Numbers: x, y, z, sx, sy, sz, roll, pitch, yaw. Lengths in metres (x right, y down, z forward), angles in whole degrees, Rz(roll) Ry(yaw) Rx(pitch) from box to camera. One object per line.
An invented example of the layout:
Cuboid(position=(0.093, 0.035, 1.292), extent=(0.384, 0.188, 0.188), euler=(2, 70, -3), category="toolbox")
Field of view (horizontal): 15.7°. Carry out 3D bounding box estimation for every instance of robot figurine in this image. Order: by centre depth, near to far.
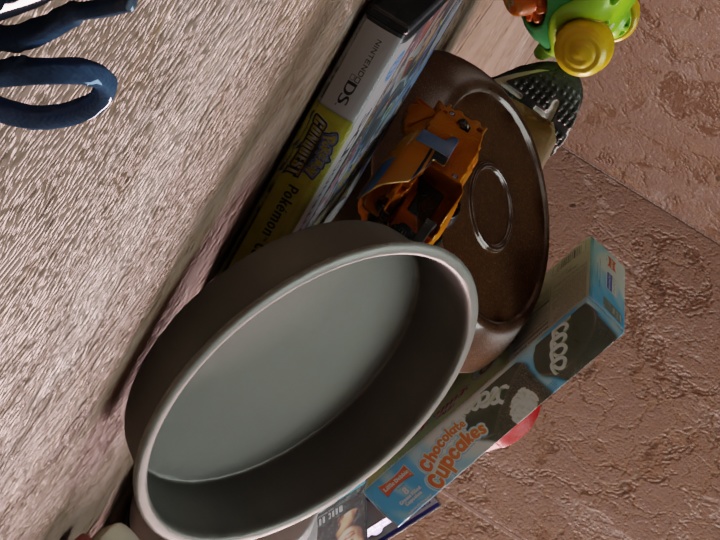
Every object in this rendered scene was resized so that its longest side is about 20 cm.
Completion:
Cuboid(position=(0.000, 0.000, 1.422), extent=(0.200, 0.058, 0.145), euler=(-56, 176, -44), category="robot figurine")

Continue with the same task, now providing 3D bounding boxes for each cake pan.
Cuboid(position=(-0.033, 0.053, 1.283), extent=(0.200, 0.037, 0.200), euler=(-27, 146, -21), category="cake pan")

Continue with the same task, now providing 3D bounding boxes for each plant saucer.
Cuboid(position=(0.069, -0.038, 1.606), extent=(0.200, 0.032, 0.200), euler=(16, 71, -57), category="plant saucer")

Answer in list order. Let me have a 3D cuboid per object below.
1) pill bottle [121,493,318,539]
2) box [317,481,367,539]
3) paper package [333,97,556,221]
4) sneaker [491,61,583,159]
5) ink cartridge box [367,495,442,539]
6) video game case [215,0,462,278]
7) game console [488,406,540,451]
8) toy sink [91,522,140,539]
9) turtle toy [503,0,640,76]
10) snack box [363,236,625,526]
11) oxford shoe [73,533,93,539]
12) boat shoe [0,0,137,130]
Cuboid(position=(-0.090, 0.168, 1.581), extent=(0.114, 0.114, 0.200), euler=(-56, 176, -30), category="pill bottle")
Cuboid(position=(-0.042, 0.131, 1.680), extent=(0.082, 0.049, 0.200), euler=(-30, 138, -28), category="box")
Cuboid(position=(0.024, -0.006, 1.743), extent=(0.200, 0.103, 0.191), euler=(-55, 175, -49), category="paper package")
Cuboid(position=(0.079, -0.097, 1.838), extent=(0.200, 0.074, 0.080), euler=(-33, -158, 37), category="sneaker")
Cuboid(position=(-0.012, 0.143, 1.862), extent=(0.099, 0.039, 0.200), euler=(-31, -141, -1), category="ink cartridge box")
Cuboid(position=(-0.002, -0.080, 1.359), extent=(0.181, 0.025, 0.200), euler=(-60, 176, 24), category="video game case")
Cuboid(position=(0.031, 0.075, 1.851), extent=(0.200, 0.031, 0.177), euler=(-18, -138, 17), category="game console")
Cuboid(position=(-0.145, 0.266, 1.504), extent=(0.112, 0.200, 0.130), euler=(-21, -156, 40), category="toy sink")
Cuboid(position=(0.162, -0.227, 1.738), extent=(0.200, 0.101, 0.146), euler=(-60, 176, 22), category="turtle toy")
Cuboid(position=(0.087, 0.071, 1.691), extent=(0.200, 0.037, 0.116), euler=(-42, -169, 18), category="snack box")
Cuboid(position=(-0.169, 0.231, 1.338), extent=(0.200, 0.075, 0.070), euler=(-56, 177, -24), category="oxford shoe")
Cuboid(position=(-0.051, -0.059, 0.358), extent=(0.200, 0.084, 0.069), euler=(-51, 161, -48), category="boat shoe")
